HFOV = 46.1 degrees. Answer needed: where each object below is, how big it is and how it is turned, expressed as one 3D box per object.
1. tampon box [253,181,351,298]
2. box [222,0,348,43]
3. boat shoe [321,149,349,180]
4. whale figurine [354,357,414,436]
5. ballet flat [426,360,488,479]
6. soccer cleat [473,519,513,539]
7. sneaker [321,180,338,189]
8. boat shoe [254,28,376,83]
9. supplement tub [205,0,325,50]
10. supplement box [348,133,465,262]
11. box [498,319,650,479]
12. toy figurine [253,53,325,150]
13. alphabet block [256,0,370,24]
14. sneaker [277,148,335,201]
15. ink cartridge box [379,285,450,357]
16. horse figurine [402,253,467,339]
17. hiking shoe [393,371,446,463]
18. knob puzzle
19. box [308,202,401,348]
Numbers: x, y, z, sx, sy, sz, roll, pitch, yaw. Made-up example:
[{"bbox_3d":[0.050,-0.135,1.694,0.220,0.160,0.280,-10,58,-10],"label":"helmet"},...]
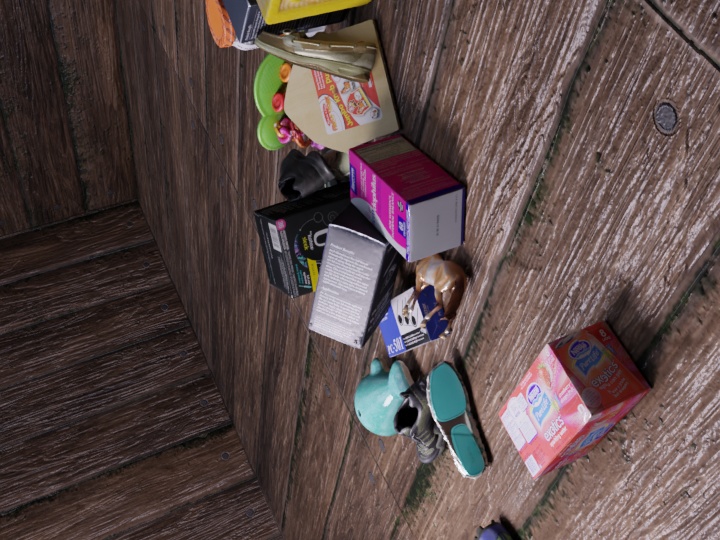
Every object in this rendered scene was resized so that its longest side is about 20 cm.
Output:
[{"bbox_3d":[-0.075,-0.060,1.569,0.126,0.197,0.153,24,130,61],"label":"tampon box"},{"bbox_3d":[-0.125,-0.479,1.377,0.151,0.196,0.107,67,157,12],"label":"box"},{"bbox_3d":[-0.040,-0.193,1.568,0.199,0.061,0.074,-4,103,68],"label":"boat shoe"},{"bbox_3d":[0.048,0.245,1.625,0.162,0.102,0.201,66,160,18],"label":"whale figurine"},{"bbox_3d":[0.157,0.250,1.423,0.072,0.070,0.204,-18,89,68],"label":"ballet flat"},{"bbox_3d":[0.226,0.516,1.450,0.084,0.064,0.203,47,147,43],"label":"soccer cleat"},{"bbox_3d":[-0.099,-0.120,1.732,0.077,0.087,0.203,54,152,38],"label":"sneaker"},{"bbox_3d":[-0.072,-0.354,1.348,0.073,0.197,0.065,-15,-58,-73],"label":"boat shoe"},{"bbox_3d":[-0.164,-0.459,1.485,0.123,0.196,0.125,49,150,43],"label":"supplement tub"},{"bbox_3d":[0.068,-0.117,1.311,0.200,0.101,0.103,-131,30,-48],"label":"supplement box"},{"bbox_3d":[0.260,0.165,1.060,0.104,0.093,0.202,60,155,27],"label":"box"},{"bbox_3d":[-0.090,-0.283,1.518,0.183,0.148,0.204,35,112,42],"label":"toy figurine"},{"bbox_3d":[-0.075,-0.515,1.240,0.203,0.192,0.197,66,159,12],"label":"alphabet block"},{"bbox_3d":[-0.121,-0.172,1.567,0.076,0.091,0.199,50,166,-16],"label":"sneaker"},{"bbox_3d":[0.087,0.090,1.493,0.096,0.043,0.200,71,159,8],"label":"ink cartridge box"},{"bbox_3d":[0.117,0.023,1.325,0.135,0.049,0.200,-66,26,5],"label":"horse figurine"},{"bbox_3d":[0.100,0.275,1.527,0.076,0.099,0.204,46,146,48],"label":"hiking shoe"},{"bbox_3d":[-0.039,-0.295,1.404,0.215,0.030,0.225,7,106,23],"label":"knob puzzle"},{"bbox_3d":[0.000,0.000,1.413,0.102,0.148,0.204,19,117,13],"label":"box"}]
